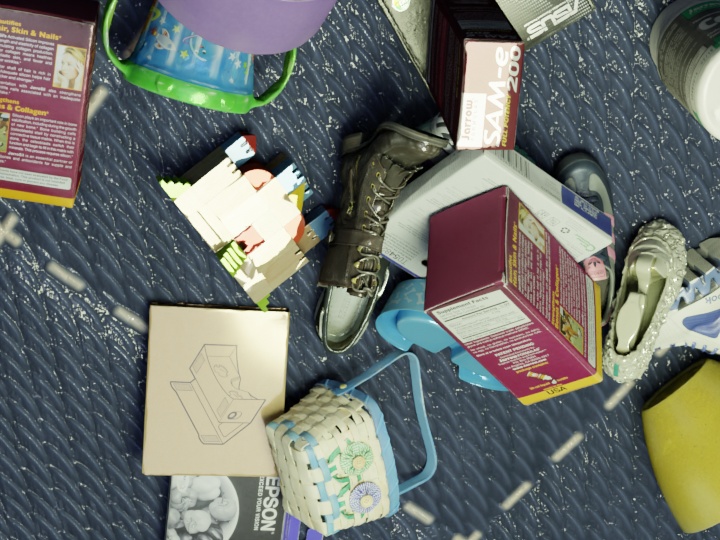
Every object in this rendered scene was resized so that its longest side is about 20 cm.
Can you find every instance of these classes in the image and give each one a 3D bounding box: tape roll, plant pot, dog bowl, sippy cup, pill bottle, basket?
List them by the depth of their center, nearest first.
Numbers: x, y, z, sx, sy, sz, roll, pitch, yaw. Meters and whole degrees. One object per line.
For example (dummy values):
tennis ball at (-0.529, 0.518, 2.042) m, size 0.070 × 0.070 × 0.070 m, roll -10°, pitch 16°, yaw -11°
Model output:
tape roll at (-0.106, -0.312, 1.349) m, size 0.198 × 0.201 × 0.085 m, roll 21°, pitch 144°, yaw -15°
sippy cup at (-0.160, -0.240, 1.428) m, size 0.177 × 0.139 × 0.131 m, roll 2°, pitch 109°, yaw -53°
pill bottle at (0.370, -0.212, 1.454) m, size 0.112 × 0.200 × 0.114 m, roll -3°, pitch 115°, yaw -6°
dog bowl at (0.114, 0.072, 1.609) m, size 0.199 × 0.050 × 0.111 m, roll 26°, pitch 152°, yaw -17°
basket at (0.001, 0.207, 1.644) m, size 0.199 × 0.139 × 0.178 m, roll -30°, pitch 119°, yaw -32°
plant pot at (0.414, 0.189, 1.662) m, size 0.200 × 0.200 × 0.142 m, roll -39°, pitch 86°, yaw 11°

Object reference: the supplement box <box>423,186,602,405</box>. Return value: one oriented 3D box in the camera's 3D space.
supplement box at (0.164, 0.031, 1.486) m, size 0.103 × 0.132 × 0.200 m, roll -21°, pitch 134°, yaw 31°

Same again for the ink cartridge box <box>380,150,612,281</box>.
ink cartridge box at (0.136, -0.045, 1.533) m, size 0.199 × 0.041 × 0.199 m, roll 31°, pitch 135°, yaw -28°

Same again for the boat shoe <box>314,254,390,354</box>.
boat shoe at (0.000, 0.000, 1.583) m, size 0.075 × 0.060 × 0.202 m, roll 10°, pitch 113°, yaw -11°

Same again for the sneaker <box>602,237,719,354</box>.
sneaker at (0.375, 0.066, 1.645) m, size 0.199 × 0.081 × 0.115 m, roll -37°, pitch 111°, yaw 8°

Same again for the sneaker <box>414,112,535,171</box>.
sneaker at (0.128, -0.109, 1.561) m, size 0.087 × 0.075 × 0.200 m, roll -13°, pitch 138°, yaw 43°

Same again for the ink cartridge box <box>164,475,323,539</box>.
ink cartridge box at (-0.138, 0.313, 1.718) m, size 0.198 × 0.043 × 0.200 m, roll 4°, pitch 112°, yaw -9°

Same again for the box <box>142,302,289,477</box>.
box at (-0.166, 0.139, 1.627) m, size 0.162 × 0.021 × 0.202 m, roll 3°, pitch 101°, yaw -9°

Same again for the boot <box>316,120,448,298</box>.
boot at (0.020, -0.057, 1.471) m, size 0.069 × 0.200 × 0.176 m, roll 14°, pitch 81°, yaw -24°

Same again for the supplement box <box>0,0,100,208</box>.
supplement box at (-0.334, -0.178, 1.452) m, size 0.109 × 0.086 × 0.202 m, roll 8°, pitch 113°, yaw -9°

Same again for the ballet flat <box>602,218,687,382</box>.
ballet flat at (0.316, 0.026, 1.572) m, size 0.071 × 0.072 × 0.202 m, roll 23°, pitch 72°, yaw -16°

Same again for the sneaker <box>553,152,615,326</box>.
sneaker at (0.259, -0.030, 1.587) m, size 0.069 × 0.082 × 0.202 m, roll -11°, pitch 114°, yaw 1°

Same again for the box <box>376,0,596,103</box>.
box at (0.116, -0.306, 1.468) m, size 0.199 × 0.048 × 0.194 m, roll -29°, pitch 113°, yaw 7°

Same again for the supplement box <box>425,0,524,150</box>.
supplement box at (0.109, -0.202, 1.381) m, size 0.060 × 0.200 × 0.110 m, roll 0°, pitch 116°, yaw -6°

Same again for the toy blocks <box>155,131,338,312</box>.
toy blocks at (-0.109, -0.068, 1.533) m, size 0.136 × 0.100 × 0.200 m, roll -38°, pitch 114°, yaw -2°
